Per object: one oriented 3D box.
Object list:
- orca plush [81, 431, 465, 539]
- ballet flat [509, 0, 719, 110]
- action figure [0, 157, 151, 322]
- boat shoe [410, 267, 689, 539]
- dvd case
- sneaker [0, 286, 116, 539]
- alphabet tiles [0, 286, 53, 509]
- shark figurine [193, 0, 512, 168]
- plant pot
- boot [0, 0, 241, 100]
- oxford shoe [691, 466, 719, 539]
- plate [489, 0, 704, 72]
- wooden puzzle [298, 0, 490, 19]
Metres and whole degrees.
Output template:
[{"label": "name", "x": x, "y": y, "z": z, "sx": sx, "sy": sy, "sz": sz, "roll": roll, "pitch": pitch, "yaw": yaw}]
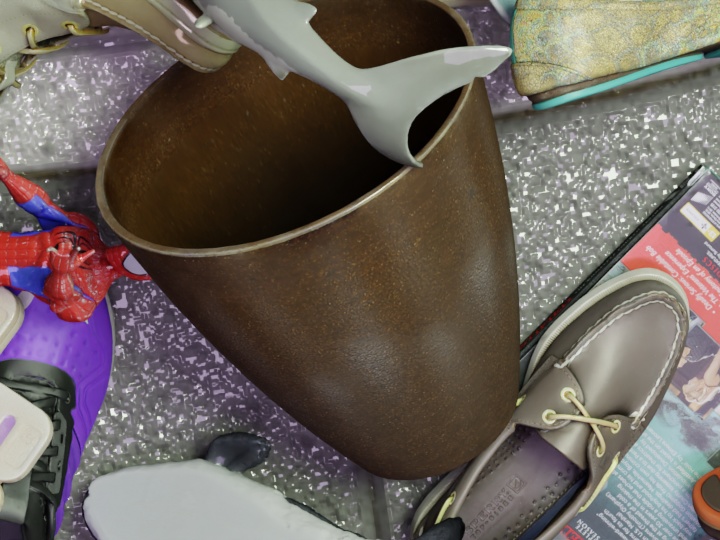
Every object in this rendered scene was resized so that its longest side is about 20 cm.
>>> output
[{"label": "orca plush", "x": -0.041, "y": 0.140, "z": 1.092, "sx": 0.200, "sy": 0.071, "sz": 0.105, "roll": -6, "pitch": 67, "yaw": 19}, {"label": "ballet flat", "x": 0.161, "y": -0.127, "z": 1.021, "sx": 0.200, "sy": 0.071, "sz": 0.071, "roll": -14, "pitch": 104, "yaw": -19}, {"label": "action figure", "x": -0.192, "y": -0.016, "z": 1.003, "sx": 0.200, "sy": 0.099, "sz": 0.065, "roll": 1, "pitch": 62, "yaw": -5}, {"label": "boat shoe", "x": 0.099, "y": 0.087, "z": 1.082, "sx": 0.072, "sy": 0.060, "sz": 0.200, "roll": 39, "pitch": 99, "yaw": -10}, {"label": "dvd case", "x": 0.159, "y": 0.063, "z": 1.121, "sx": 0.146, "sy": 0.022, "sz": 0.200, "roll": 42, "pitch": 96, "yaw": -11}, {"label": "sneaker", "x": -0.168, "y": 0.092, "z": 1.067, "sx": 0.070, "sy": 0.100, "sz": 0.200, "roll": 13, "pitch": 103, "yaw": -9}, {"label": "alphabet tiles", "x": -0.257, "y": 0.073, "z": 1.041, "sx": 0.196, "sy": 0.015, "sz": 0.200, "roll": 31, "pitch": 80, "yaw": 19}, {"label": "shark figurine", "x": -0.033, "y": -0.133, "z": 0.907, "sx": 0.128, "sy": 0.214, "sz": 0.090, "roll": 20, "pitch": 109, "yaw": -34}, {"label": "plant pot", "x": 0.000, "y": 0.000, "z": 1.026, "sx": 0.187, "sy": 0.187, "sz": 0.200, "roll": -25, "pitch": 126, "yaw": 2}, {"label": "boot", "x": -0.161, "y": -0.105, "z": 1.014, "sx": 0.200, "sy": 0.072, "sz": 0.155, "roll": 33, "pitch": 102, "yaw": 18}, {"label": "oxford shoe", "x": 0.264, "y": 0.142, "z": 1.115, "sx": 0.200, "sy": 0.071, "sz": 0.073, "roll": 6, "pitch": 122, "yaw": -12}, {"label": "plate", "x": 0.132, "y": -0.194, "z": 1.037, "sx": 0.200, "sy": 0.026, "sz": 0.200, "roll": -6, "pitch": 106, "yaw": -22}, {"label": "wooden puzzle", "x": -0.015, "y": -0.221, "z": 1.036, "sx": 0.185, "sy": 0.046, "sz": 0.200, "roll": -6, "pitch": 108, "yaw": -1}]
